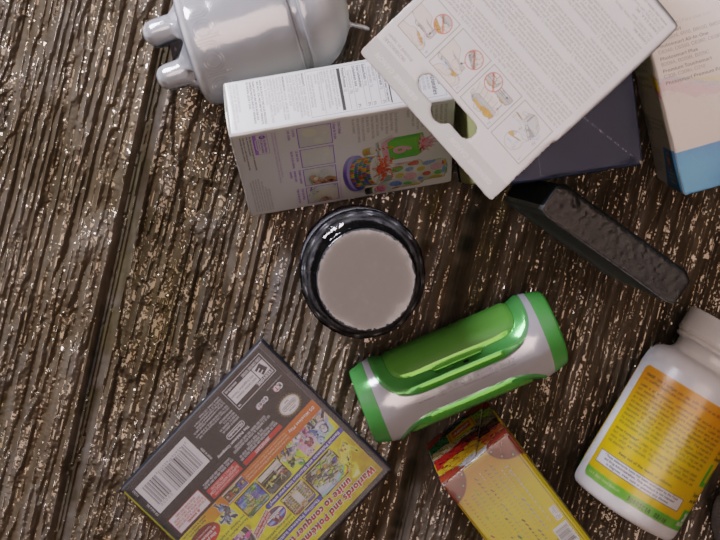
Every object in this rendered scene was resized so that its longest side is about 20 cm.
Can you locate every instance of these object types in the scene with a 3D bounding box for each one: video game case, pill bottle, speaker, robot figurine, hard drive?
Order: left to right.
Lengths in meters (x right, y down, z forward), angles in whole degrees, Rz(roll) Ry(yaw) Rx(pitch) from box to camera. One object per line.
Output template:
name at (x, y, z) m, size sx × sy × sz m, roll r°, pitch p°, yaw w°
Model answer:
robot figurine at (-0.095, -0.222, 1.155) m, size 0.197 × 0.113 × 0.172 m, roll -18°, pitch 101°, yaw -1°
video game case at (-0.101, 0.202, 1.237) m, size 0.181 × 0.026 × 0.200 m, roll 44°, pitch 91°, yaw -5°
pill bottle at (0.000, 0.000, 1.135) m, size 0.110 × 0.200 × 0.114 m, roll 0°, pitch 95°, yaw -3°
speaker at (0.093, 0.092, 1.206) m, size 0.198 × 0.088 × 0.090 m, roll -23°, pitch 96°, yaw 0°
hard drive at (0.207, -0.032, 1.143) m, size 0.139 × 0.200 × 0.033 m, roll 35°, pitch 93°, yaw -5°
pill bottle at (0.299, 0.141, 1.207) m, size 0.110 × 0.111 × 0.202 m, roll 30°, pitch 93°, yaw -5°

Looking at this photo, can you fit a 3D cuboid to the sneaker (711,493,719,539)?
sneaker at (0.423, 0.291, 1.248) m, size 0.114 × 0.075 × 0.202 m, roll -23°, pitch 101°, yaw -1°

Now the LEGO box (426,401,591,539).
LEGO box at (0.156, 0.235, 1.190) m, size 0.077 × 0.149 × 0.201 m, roll -38°, pitch 95°, yaw 1°

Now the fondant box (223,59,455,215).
fondant box at (-0.016, -0.123, 1.150) m, size 0.197 × 0.145 × 0.059 m, roll -9°, pitch 64°, yaw -1°

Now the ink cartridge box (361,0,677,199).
ink cartridge box at (0.124, -0.185, 1.005) m, size 0.200 × 0.057 × 0.163 m, roll -42°, pitch 96°, yaw 9°

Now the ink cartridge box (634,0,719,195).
ink cartridge box at (0.319, -0.189, 1.158) m, size 0.123 × 0.129 × 0.203 m, roll -14°, pitch 100°, yaw 6°

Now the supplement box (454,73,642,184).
supplement box at (0.149, -0.183, 1.126) m, size 0.132 × 0.200 × 0.203 m, roll -8°, pitch 96°, yaw -2°
